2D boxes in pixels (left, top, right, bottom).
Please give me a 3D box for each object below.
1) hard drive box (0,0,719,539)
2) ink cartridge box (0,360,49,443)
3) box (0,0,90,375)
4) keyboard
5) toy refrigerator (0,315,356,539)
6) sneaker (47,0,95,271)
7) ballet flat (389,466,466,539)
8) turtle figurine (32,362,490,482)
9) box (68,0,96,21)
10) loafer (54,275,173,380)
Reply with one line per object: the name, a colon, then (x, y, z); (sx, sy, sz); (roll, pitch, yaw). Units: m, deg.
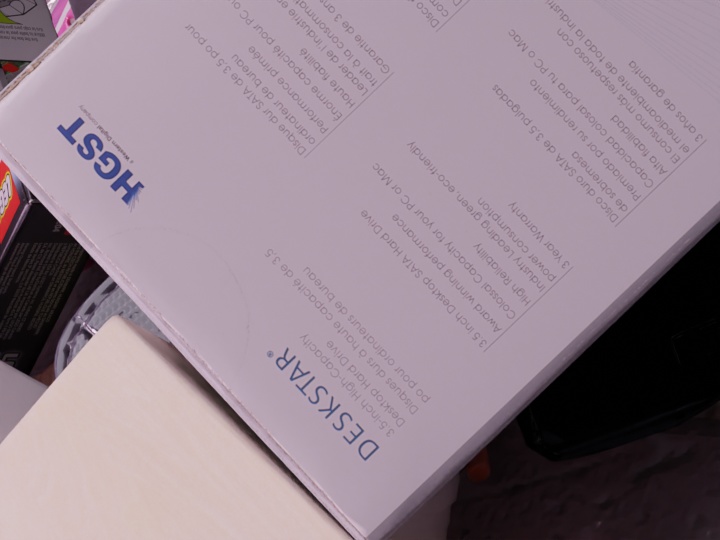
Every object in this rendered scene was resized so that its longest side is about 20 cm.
hard drive box: (0.022, -0.051, 0.676); (0.200, 0.156, 0.077); (-43, 0, 1)
ink cartridge box: (-0.190, 0.086, 0.852); (0.200, 0.146, 0.086); (-39, 24, 53)
box: (-0.154, -0.003, 0.943); (0.200, 0.035, 0.111); (-58, 43, 41)
keyboard: (0.070, -0.050, 0.745); (0.103, 0.040, 0.201); (-19, 78, 10)
toy refrigerator: (-0.014, 0.109, 0.684); (0.200, 0.070, 0.076); (41, 91, 23)
sneaker: (-0.096, -0.097, 1.017); (0.200, 0.081, 0.088); (-53, 17, 6)
ballet flat: (-0.020, 0.094, 0.783); (0.200, 0.073, 0.068); (-38, -9, 23)
turtle figurine: (-0.046, 0.026, 0.857); (0.161, 0.064, 0.201); (-46, 59, 26)
box: (-0.016, -0.128, 0.809); (0.050, 0.158, 0.200); (21, 58, 25)
loafer: (0.000, 0.000, 0.784); (0.199, 0.063, 0.072); (-31, 70, -2)
